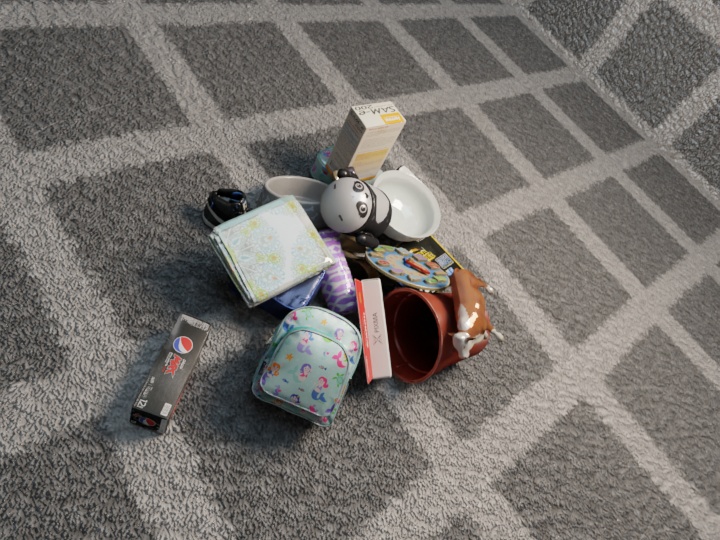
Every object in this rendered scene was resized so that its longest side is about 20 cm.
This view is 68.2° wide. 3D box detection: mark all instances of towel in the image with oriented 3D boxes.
[{"bbox_3d":[-0.173,-0.041,1.037,0.200,0.048,0.171,-28,82,-24],"label":"towel"}]

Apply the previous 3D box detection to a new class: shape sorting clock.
[{"bbox_3d":[0.105,-0.011,1.183,0.200,0.039,0.200,21,18,-7],"label":"shape sorting clock"}]

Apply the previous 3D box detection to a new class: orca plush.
[{"bbox_3d":[0.146,-0.196,1.482,0.200,0.071,0.105,43,62,-21],"label":"orca plush"}]

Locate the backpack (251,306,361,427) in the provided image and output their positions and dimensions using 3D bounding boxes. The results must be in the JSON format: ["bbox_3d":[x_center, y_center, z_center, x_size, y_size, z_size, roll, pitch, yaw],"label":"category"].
[{"bbox_3d":[-0.092,0.166,0.979,0.177,0.151,0.200,26,75,-5],"label":"backpack"}]

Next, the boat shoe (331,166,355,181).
[{"bbox_3d":[-0.009,-0.160,1.304,0.065,0.200,0.072,-23,24,0],"label":"boat shoe"}]

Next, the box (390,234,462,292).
[{"bbox_3d":[0.150,-0.005,1.351,0.200,0.049,0.160,-30,75,-40],"label":"box"}]

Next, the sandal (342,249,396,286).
[{"bbox_3d":[0.000,0.000,1.243,0.200,0.080,0.054,14,28,-11],"label":"sandal"}]

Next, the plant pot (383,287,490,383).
[{"bbox_3d":[0.169,0.131,1.171,0.195,0.201,0.201,-3,57,-39],"label":"plant pot"}]

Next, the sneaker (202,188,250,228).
[{"bbox_3d":[-0.250,-0.111,1.180,0.200,0.112,0.073,25,49,-8],"label":"sneaker"}]

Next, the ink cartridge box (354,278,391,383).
[{"bbox_3d":[0.029,0.117,1.068,0.045,0.176,0.201,-7,85,4],"label":"ink cartridge box"}]

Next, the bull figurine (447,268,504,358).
[{"bbox_3d":[0.227,0.088,1.073,0.121,0.065,0.200,29,48,-36],"label":"bull figurine"}]

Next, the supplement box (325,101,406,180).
[{"bbox_3d":[0.009,-0.308,1.302,0.126,0.200,0.074,-20,67,-35],"label":"supplement box"}]

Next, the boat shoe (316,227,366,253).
[{"bbox_3d":[-0.072,-0.074,1.276,0.200,0.072,0.065,18,54,-7],"label":"boat shoe"}]

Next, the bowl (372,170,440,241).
[{"bbox_3d":[0.097,-0.149,1.358,0.201,0.090,0.202,15,57,-24],"label":"bowl"}]

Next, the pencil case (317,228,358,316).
[{"bbox_3d":[-0.053,0.006,1.173,0.085,0.084,0.200,-13,80,-40],"label":"pencil case"}]

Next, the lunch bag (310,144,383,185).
[{"bbox_3d":[-0.031,-0.247,1.423,0.200,0.077,0.160,44,50,10],"label":"lunch bag"}]

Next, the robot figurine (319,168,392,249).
[{"bbox_3d":[-0.004,-0.135,1.175,0.150,0.125,0.200,34,11,25],"label":"robot figurine"}]

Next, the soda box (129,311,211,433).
[{"bbox_3d":[-0.333,0.178,0.943,0.063,0.071,0.200,23,48,-9],"label":"soda box"}]

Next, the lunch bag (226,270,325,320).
[{"bbox_3d":[-0.185,0.011,1.110,0.200,0.132,0.136,33,64,-1],"label":"lunch bag"}]

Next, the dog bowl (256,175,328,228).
[{"bbox_3d":[-0.143,-0.168,1.261,0.200,0.059,0.200,9,28,-5],"label":"dog bowl"}]
